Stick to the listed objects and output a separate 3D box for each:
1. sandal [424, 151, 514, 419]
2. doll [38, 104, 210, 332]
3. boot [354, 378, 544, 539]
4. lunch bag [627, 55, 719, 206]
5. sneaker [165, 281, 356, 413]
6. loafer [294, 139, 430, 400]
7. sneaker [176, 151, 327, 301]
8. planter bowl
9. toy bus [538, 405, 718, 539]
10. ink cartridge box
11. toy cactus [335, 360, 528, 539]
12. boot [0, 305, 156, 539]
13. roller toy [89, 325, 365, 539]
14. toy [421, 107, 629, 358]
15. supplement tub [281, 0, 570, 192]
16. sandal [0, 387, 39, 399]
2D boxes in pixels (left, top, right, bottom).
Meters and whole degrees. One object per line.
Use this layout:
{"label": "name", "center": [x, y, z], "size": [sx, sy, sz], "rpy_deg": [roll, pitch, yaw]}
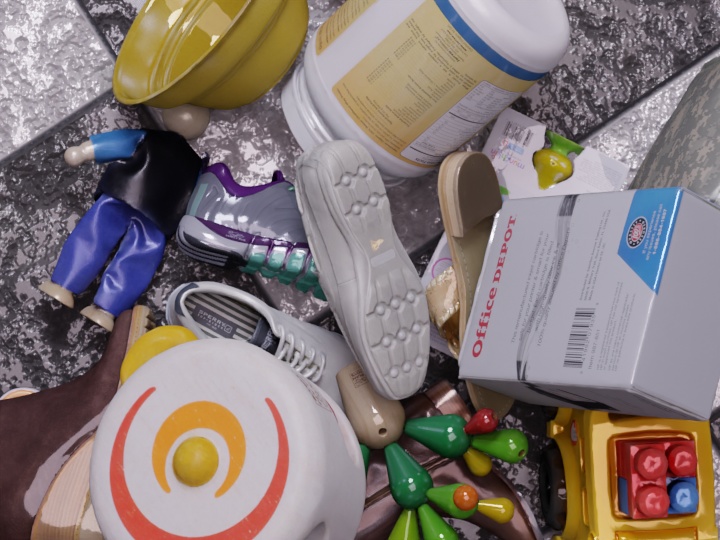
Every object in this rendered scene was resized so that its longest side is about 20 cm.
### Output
{"label": "sandal", "center": [0.078, 0.010, 1.306], "size": [0.077, 0.069, 0.214], "rpy_deg": [-22, 110, -43]}
{"label": "doll", "center": [-0.182, -0.057, 1.329], "size": [0.136, 0.048, 0.201], "rpy_deg": [33, 83, -18]}
{"label": "boot", "center": [0.033, 0.214, 1.325], "size": [0.199, 0.064, 0.187], "rpy_deg": [-33, 81, -6]}
{"label": "lunch bag", "center": [0.300, -0.090, 1.291], "size": [0.117, 0.200, 0.165], "rpy_deg": [32, 84, -1]}
{"label": "sneaker", "center": [-0.066, 0.068, 1.321], "size": [0.198, 0.071, 0.074], "rpy_deg": [22, 85, -4]}
{"label": "loafer", "center": [0.000, 0.000, 1.251], "size": [0.069, 0.070, 0.202], "rpy_deg": [-18, 97, -33]}
{"label": "sneaker", "center": [-0.044, -0.032, 1.325], "size": [0.198, 0.074, 0.089], "rpy_deg": [18, 75, -14]}
{"label": "planter bowl", "center": [-0.100, -0.190, 1.299], "size": [0.083, 0.200, 0.201], "rpy_deg": [38, 85, -29]}
{"label": "toy bus", "center": [0.215, 0.127, 1.279], "size": [0.134, 0.192, 0.203], "rpy_deg": [-2, 85, -2]}
{"label": "ink cartridge box", "center": [0.175, 0.025, 1.204], "size": [0.083, 0.199, 0.147], "rpy_deg": [22, 78, -31]}
{"label": "toy cactus", "center": [0.024, 0.148, 1.269], "size": [0.199, 0.102, 0.166], "rpy_deg": [-30, 73, 8]}
{"label": "boot", "center": [-0.252, 0.111, 1.275], "size": [0.164, 0.072, 0.202], "rpy_deg": [9, 71, 9]}
{"label": "roller toy", "center": [-0.096, 0.146, 1.189], "size": [0.180, 0.140, 0.203], "rpy_deg": [4, 75, 19]}
{"label": "toy", "center": [0.126, -0.018, 1.347], "size": [0.114, 0.047, 0.202], "rpy_deg": [26, 98, 8]}
{"label": "supplement tub", "center": [0.047, -0.164, 1.270], "size": [0.200, 0.145, 0.145], "rpy_deg": [-39, 90, 31]}
{"label": "sandal", "center": [-0.216, 0.176, 1.311], "size": [0.206, 0.059, 0.079], "rpy_deg": [40, 85, -1]}
